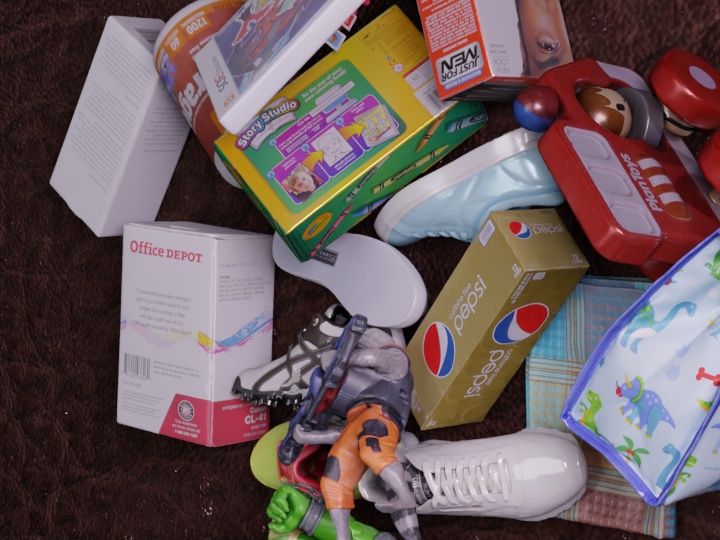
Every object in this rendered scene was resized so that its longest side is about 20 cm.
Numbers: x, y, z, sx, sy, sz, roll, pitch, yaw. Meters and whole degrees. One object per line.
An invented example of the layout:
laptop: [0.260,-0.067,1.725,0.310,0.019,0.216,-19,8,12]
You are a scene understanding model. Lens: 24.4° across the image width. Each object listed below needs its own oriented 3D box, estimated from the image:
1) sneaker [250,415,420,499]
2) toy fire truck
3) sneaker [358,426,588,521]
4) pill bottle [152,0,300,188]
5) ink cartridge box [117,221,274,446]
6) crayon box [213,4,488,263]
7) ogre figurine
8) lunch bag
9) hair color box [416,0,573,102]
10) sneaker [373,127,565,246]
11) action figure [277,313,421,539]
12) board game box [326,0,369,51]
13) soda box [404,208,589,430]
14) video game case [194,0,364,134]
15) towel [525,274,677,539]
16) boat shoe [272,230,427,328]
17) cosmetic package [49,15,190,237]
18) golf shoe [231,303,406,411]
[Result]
sneaker: [-0.040,0.170,1.498,0.199,0.090,0.079,-9,87,45]
toy fire truck: [0.193,-0.081,1.188,0.112,0.167,0.201,-51,47,33]
sneaker: [0.092,0.171,1.350,0.199,0.080,0.077,-13,81,40]
pill bottle: [-0.100,-0.148,1.521,0.112,0.112,0.200,-52,58,33]
ink cartridge box: [-0.159,0.058,1.611,0.147,0.085,0.201,10,98,44]
crayon box: [-0.009,-0.116,1.396,0.200,0.058,0.119,-37,60,-3]
ogre figurine: [-0.025,0.270,1.466,0.119,0.098,0.201,15,117,11]
lunch bag: [0.262,0.051,1.137,0.127,0.170,0.201,42,118,35]
hair color box: [0.097,-0.237,1.324,0.064,0.111,0.201,-19,80,44]
sneaker: [0.088,-0.046,1.372,0.200,0.074,0.082,-30,78,47]
action figure: [-0.001,0.136,1.355,0.200,0.104,0.194,122,156,-54]
board game box: [-0.030,-0.237,1.450,0.158,0.039,0.201,-11,43,55]
soda box: [0.101,0.041,1.342,0.064,0.067,0.200,62,140,32]
video game case: [-0.056,-0.217,1.384,0.200,0.023,0.182,-45,25,8]
towel: [0.188,0.103,1.317,0.146,0.022,0.201,3,95,45]
boat shoe: [0.000,0.000,1.454,0.200,0.056,0.069,29,99,47]
cosmetic package: [-0.233,-0.144,1.680,0.101,0.071,0.201,44,121,33]
golf shoe: [-0.033,0.080,1.506,0.199,0.078,0.095,-7,77,38]
